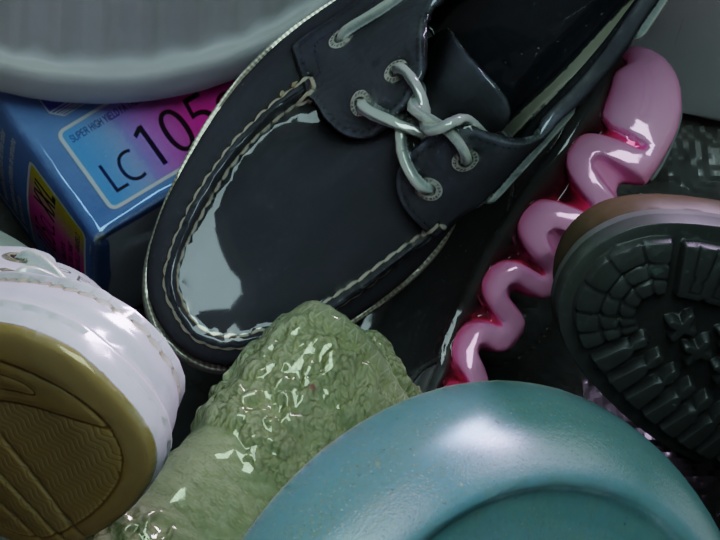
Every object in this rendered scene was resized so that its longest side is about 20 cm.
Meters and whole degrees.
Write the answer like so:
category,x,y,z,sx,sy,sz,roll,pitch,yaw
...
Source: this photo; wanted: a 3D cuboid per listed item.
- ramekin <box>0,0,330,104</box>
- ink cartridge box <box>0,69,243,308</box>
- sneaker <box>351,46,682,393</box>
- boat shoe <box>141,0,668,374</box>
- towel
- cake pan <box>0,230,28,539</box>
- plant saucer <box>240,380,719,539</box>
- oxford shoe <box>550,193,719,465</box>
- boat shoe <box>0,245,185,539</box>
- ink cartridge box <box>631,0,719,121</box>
category,x,y,z,sx,sy,sz,roll,pitch,yaw
ramekin,-0.073,-0.155,0.783,0.202,0.094,0.203,2,65,-5
ink cartridge box,-0.081,-0.103,0.853,0.136,0.076,0.200,-32,72,-19
sneaker,0.000,0.000,0.786,0.095,0.079,0.200,37,82,-17
boat shoe,0.018,-0.051,0.729,0.200,0.063,0.073,-43,89,-1
towel,-0.008,0.124,0.725,0.148,0.036,0.200,-44,118,-27
cake pan,-0.151,0.074,0.784,0.200,0.037,0.201,3,66,-6
plant saucer,0.037,0.129,0.721,0.200,0.027,0.201,-4,97,-38
oxford shoe,0.115,0.008,0.797,0.200,0.073,0.084,16,33,-46
boat shoe,-0.089,0.023,0.691,0.069,0.200,0.071,-45,106,-27
ink cartridge box,0.116,-0.164,0.864,0.083,0.147,0.200,13,66,2
